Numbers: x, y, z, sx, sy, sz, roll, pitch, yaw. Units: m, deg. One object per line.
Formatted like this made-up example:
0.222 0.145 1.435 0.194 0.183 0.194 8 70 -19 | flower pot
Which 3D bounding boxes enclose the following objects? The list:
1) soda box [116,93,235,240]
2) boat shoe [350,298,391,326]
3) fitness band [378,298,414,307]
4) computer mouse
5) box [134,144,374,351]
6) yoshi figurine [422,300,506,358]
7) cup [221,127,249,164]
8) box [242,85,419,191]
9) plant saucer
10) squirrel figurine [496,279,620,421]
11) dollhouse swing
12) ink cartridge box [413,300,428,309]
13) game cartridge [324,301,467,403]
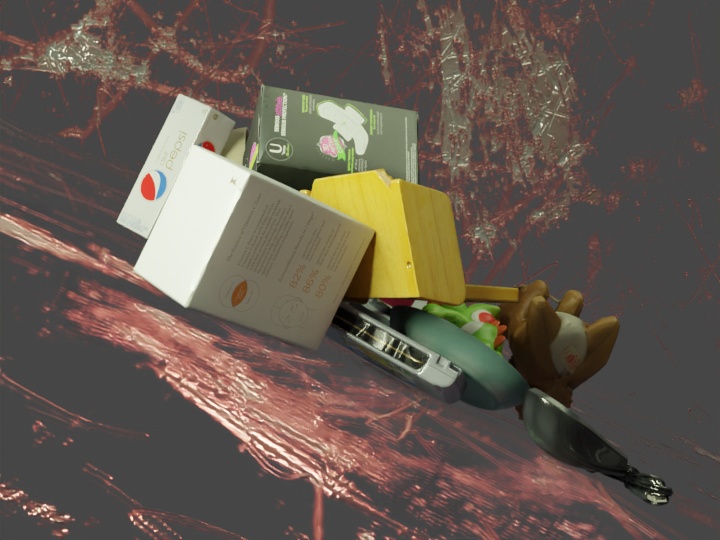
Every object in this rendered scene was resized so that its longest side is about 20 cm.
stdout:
-0.254 -0.136 1.809 0.064 0.200 0.068 27 1 30 | soda box
0.012 0.070 1.751 0.091 0.071 0.200 21 12 -46 | boat shoe
0.000 0.000 1.732 0.144 0.037 0.200 33 2 26 | fitness band
0.256 0.209 1.512 0.200 0.053 0.138 38 -4 -21 | computer mouse
-0.110 -0.021 1.395 0.200 0.152 0.106 24 4 -45 | box
0.130 0.101 1.769 0.112 0.112 0.200 11 14 -12 | yoshi figurine
-0.228 -0.105 1.918 0.143 0.201 0.200 -3 3 0 | cup
-0.042 -0.123 1.624 0.200 0.125 0.149 9 -35 -11 | box
0.112 0.114 1.579 0.200 0.036 0.200 32 -16 10 | plant saucer
0.236 0.110 1.809 0.141 0.200 0.187 7 10 -25 | squirrel figurine
0.066 -0.034 1.513 0.176 0.182 0.200 -14 6 -33 | dollhouse swing
0.022 0.056 1.884 0.160 0.047 0.200 9 -1 7 | ink cartridge box
0.028 0.090 1.514 0.200 0.041 0.133 29 -5 15 | game cartridge
